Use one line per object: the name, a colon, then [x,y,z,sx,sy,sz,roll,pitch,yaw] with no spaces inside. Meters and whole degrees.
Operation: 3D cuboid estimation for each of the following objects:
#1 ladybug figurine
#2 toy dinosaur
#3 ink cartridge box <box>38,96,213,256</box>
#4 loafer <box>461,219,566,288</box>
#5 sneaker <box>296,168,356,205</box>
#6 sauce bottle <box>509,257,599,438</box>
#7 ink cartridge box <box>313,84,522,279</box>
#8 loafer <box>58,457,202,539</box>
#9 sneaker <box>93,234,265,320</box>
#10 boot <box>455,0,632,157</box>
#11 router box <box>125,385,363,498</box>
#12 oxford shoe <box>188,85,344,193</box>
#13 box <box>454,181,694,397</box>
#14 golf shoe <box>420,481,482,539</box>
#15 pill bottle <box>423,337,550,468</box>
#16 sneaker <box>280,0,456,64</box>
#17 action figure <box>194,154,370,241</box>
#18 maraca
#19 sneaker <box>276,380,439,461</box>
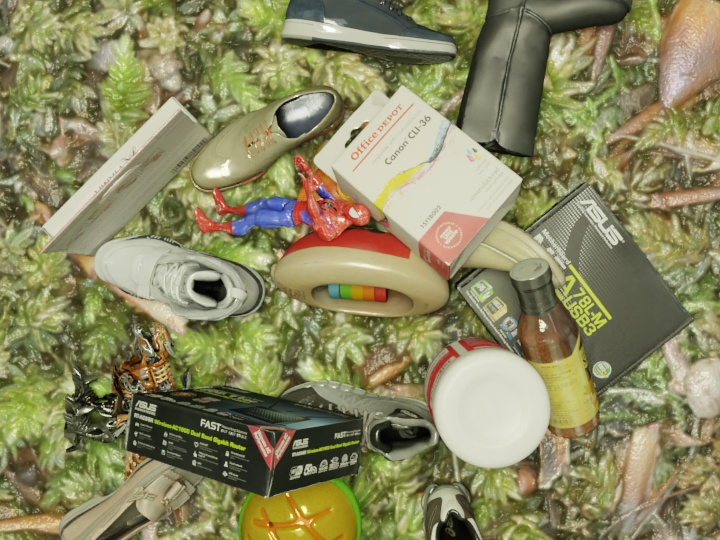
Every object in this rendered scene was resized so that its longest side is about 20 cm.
ladybug figurine: [0.000,0.000,0.904,0.198,0.136,0.073,6,67,3]
toy dinosaur: [-0.258,0.158,0.921,0.134,0.102,0.202,3,86,-15]
ink cartridge box: [-0.254,-0.100,0.875,0.045,0.176,0.200,45,90,0]
loafer: [0.129,-0.027,0.893,0.199,0.076,0.069,35,90,20]
sneaker: [0.014,-0.115,0.925,0.199,0.077,0.073,-29,89,1]
sauce bottle: [0.199,0.081,0.849,0.065,0.066,0.201,-21,119,0]
ink cartridge box: [0.052,-0.102,0.844,0.200,0.068,0.117,40,84,14]
loafer: [-0.248,0.269,0.922,0.199,0.063,0.072,-32,130,5]
sneaker: [-0.207,0.005,0.906,0.198,0.115,0.076,14,90,0]
boot: [0.204,-0.226,0.928,0.163,0.066,0.202,13,87,9]
router box: [-0.118,0.168,0.847,0.198,0.149,0.063,7,90,33]
oxford shoe: [-0.110,-0.154,0.925,0.199,0.074,0.071,-33,93,1]
box: [0.241,0.036,0.939,0.193,0.048,0.201,-37,90,4]
golf shoe: [0.109,0.343,0.917,0.077,0.094,0.202,-15,92,-1]
pill bottle: [0.125,0.130,0.863,0.111,0.200,0.114,0,90,1]
sneaker: [0.020,-0.316,0.924,0.200,0.077,0.148,11,93,1]
action figure: [-0.085,-0.081,0.866,0.198,0.065,0.100,6,131,22]
maraca: [-0.073,0.304,0.914,0.136,0.107,0.202,19,109,1]
sneaker: [-0.006,0.167,0.905,0.198,0.115,0.076,3,90,0]
